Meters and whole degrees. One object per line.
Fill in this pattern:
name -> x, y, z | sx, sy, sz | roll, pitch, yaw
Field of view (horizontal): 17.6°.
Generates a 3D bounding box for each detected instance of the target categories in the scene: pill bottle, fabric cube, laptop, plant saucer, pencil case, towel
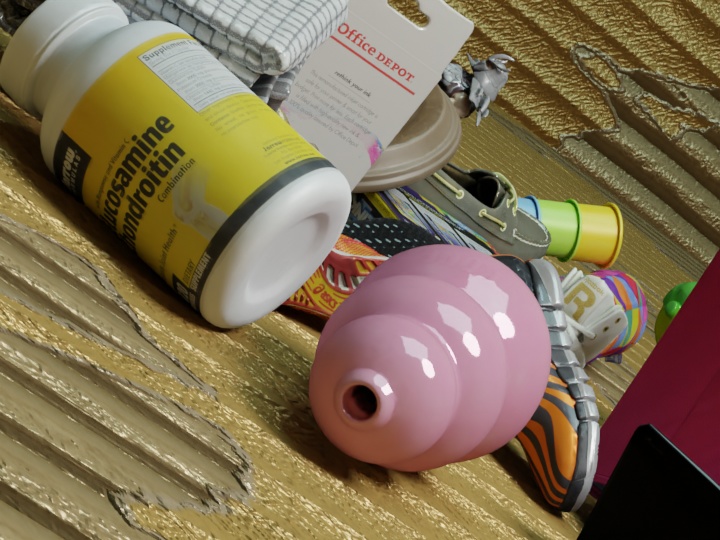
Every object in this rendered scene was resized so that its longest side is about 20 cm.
pill bottle -> -0.109, -0.069, 1.309 | 0.200, 0.112, 0.112 | 42, 10, 19
fabric cube -> 0.297, 0.120, 1.533 | 0.196, 0.200, 0.200 | 38, -10, -20
laptop -> 0.230, 0.191, 1.413 | 0.177, 0.103, 0.200 | 44, 11, 22
plant saucer -> -0.021, -0.122, 1.776 | 0.200, 0.030, 0.200 | 3, 34, -2
pencil case -> 0.199, 0.042, 2.044 | 0.088, 0.088, 0.200 | 41, 9, 12
towel -> -0.120, -0.166, 1.443 | 0.200, 0.086, 0.166 | 28, 26, 1

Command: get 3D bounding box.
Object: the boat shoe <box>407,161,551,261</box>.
boat shoe -> 0.095, -0.053, 1.929 | 0.202, 0.060, 0.072 | 20, 28, -42

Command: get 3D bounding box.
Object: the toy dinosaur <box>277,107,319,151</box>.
toy dinosaur -> -0.063, -0.092, 1.509 | 0.101, 0.058, 0.200 | 56, 36, -31

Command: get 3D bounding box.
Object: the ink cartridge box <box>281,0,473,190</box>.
ink cartridge box -> -0.028, -0.131, 1.622 | 0.117, 0.200, 0.067 | 32, 12, -35

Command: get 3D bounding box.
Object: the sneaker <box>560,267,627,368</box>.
sneaker -> 0.125, 0.043, 1.659 | 0.074, 0.116, 0.200 | 44, 13, 18

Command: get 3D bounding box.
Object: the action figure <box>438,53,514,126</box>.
action figure -> 0.032, -0.139, 1.908 | 0.130, 0.200, 0.069 | -68, 139, -75

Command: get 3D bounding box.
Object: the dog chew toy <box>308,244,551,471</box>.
dog chew toy -> 0.031, 0.053, 1.272 | 0.125, 0.125, 0.200 | 41, 18, 10

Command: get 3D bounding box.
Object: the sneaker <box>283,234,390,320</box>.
sneaker -> -0.046, -0.008, 1.454 | 0.077, 0.073, 0.200 | 18, -12, 45

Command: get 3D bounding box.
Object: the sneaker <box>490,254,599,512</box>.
sneaker -> 0.085, 0.073, 1.530 | 0.112, 0.078, 0.200 | 4, 46, -19

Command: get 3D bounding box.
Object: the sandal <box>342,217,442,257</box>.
sandal -> 0.000, 0.000, 1.602 | 0.200, 0.045, 0.075 | 7, 39, -42

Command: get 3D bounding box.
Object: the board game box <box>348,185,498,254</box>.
board game box -> 0.053, -0.005, 1.788 | 0.200, 0.057, 0.165 | 32, 14, -38

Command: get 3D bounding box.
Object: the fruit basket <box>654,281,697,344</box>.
fruit basket -> 0.302, 0.090, 1.843 | 0.216, 0.216, 0.156 | 39, 10, 1

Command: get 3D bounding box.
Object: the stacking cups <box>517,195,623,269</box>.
stacking cups -> 0.129, -0.037, 2.036 | 0.200, 0.061, 0.061 | 4, 24, -20
